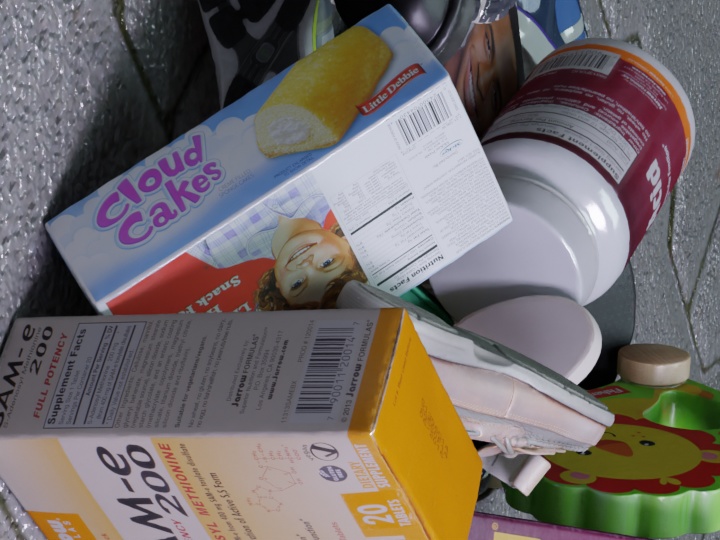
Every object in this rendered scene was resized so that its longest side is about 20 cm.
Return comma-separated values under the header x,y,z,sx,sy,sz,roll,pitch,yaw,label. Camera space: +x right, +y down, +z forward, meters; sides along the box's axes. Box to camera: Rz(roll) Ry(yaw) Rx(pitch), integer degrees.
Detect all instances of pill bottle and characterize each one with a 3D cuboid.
x,y,z,sx,sy,sz,roll,pitch,yaw,label
0.119,-0.047,1.547,0.200,0.114,0.115,-52,137,-50,pill bottle

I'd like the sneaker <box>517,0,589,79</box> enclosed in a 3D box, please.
x,y,z,sx,sy,sz,roll,pitch,yaw,label
0.131,-0.177,1.749,0.200,0.080,0.147,47,53,-50,sneaker

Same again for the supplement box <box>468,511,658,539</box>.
x,y,z,sx,sy,sz,roll,pitch,yaw,label
0.108,0.206,1.420,0.103,0.199,0.131,157,-59,-70,supplement box

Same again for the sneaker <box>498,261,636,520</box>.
x,y,z,sx,sy,sz,roll,pitch,yaw,label
0.124,0.067,1.713,0.067,0.108,0.202,-6,104,-27,sneaker

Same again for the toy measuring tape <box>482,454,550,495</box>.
x,y,z,sx,sy,sz,roll,pitch,yaw,label
0.021,0.058,1.414,0.073,0.200,0.074,-19,124,-30,toy measuring tape

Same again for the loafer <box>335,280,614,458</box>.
x,y,z,sx,sy,sz,roll,pitch,yaw,label
0.048,0.062,1.295,0.200,0.072,0.063,26,94,-45,loafer

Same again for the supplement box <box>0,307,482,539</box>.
x,y,z,sx,sy,sz,roll,pitch,yaw,label
-0.059,0.084,1.198,0.126,0.199,0.074,62,34,-46,supplement box

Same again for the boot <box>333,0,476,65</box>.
x,y,z,sx,sy,sz,roll,pitch,yaw,label
-0.037,-0.197,1.285,0.158,0.079,0.212,5,59,-45,boot

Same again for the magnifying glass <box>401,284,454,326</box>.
x,y,z,sx,sy,sz,roll,pitch,yaw,label
0.000,0.000,1.498,0.022,0.079,0.200,-106,174,-65,magnifying glass

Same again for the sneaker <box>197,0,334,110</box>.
x,y,z,sx,sy,sz,roll,pitch,yaw,label
-0.044,-0.115,1.378,0.081,0.074,0.201,49,39,-74,sneaker

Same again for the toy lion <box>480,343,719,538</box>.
x,y,z,sx,sy,sz,roll,pitch,yaw,label
0.163,0.109,1.560,0.199,0.192,0.069,-8,110,-33,toy lion

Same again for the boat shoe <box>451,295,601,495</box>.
x,y,z,sx,sy,sz,roll,pitch,yaw,label
0.058,0.090,1.489,0.093,0.200,0.075,45,19,-56,boat shoe

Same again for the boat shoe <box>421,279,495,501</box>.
x,y,z,sx,sy,sz,roll,pitch,yaw,label
0.071,0.044,1.655,0.068,0.072,0.201,-35,132,-66,boat shoe

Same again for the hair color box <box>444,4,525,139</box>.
x,y,z,sx,sy,sz,roll,pitch,yaw,label
0.037,-0.108,1.570,0.200,0.061,0.102,-44,131,-58,hair color box

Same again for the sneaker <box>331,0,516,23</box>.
x,y,z,sx,sy,sz,roll,pitch,yaw,label
0.006,-0.179,1.483,0.200,0.079,0.078,14,90,-46,sneaker

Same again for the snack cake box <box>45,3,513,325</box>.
x,y,z,sx,sy,sz,roll,pitch,yaw,label
-0.036,-0.023,1.261,0.067,0.200,0.115,53,-6,41,snack cake box
